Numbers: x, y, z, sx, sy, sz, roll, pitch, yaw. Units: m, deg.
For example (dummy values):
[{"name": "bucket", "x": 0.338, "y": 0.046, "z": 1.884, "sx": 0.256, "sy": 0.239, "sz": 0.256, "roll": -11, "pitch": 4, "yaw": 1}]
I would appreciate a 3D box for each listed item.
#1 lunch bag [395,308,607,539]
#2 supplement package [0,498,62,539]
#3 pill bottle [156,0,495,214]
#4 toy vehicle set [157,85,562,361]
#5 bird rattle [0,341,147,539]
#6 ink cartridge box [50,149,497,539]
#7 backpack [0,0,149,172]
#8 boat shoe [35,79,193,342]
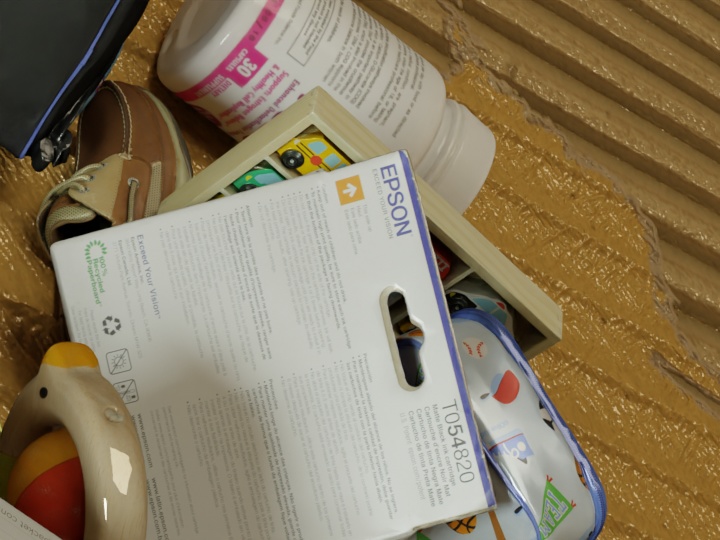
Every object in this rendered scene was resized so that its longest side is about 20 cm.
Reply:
[{"name": "lunch bag", "x": 0.037, "y": 0.126, "z": 1.510, "sx": 0.075, "sy": 0.200, "sz": 0.161, "roll": -25, "pitch": 77, "yaw": -42}, {"name": "supplement package", "x": -0.224, "y": 0.161, "z": 1.192, "sx": 0.200, "sy": 0.156, "sz": 0.111, "roll": 37, "pitch": 36, "yaw": -22}, {"name": "pill bottle", "x": -0.018, "y": -0.107, "z": 1.732, "sx": 0.200, "sy": 0.113, "sz": 0.114, "roll": 36, "pitch": 36, "yaw": -22}, {"name": "toy vehicle set", "x": 0.000, "y": 0.000, "z": 1.528, "sx": 0.200, "sy": 0.124, "sz": 0.027, "roll": 41, "pitch": 32, "yaw": -23}, {"name": "bird rattle", "x": -0.149, "y": 0.129, "z": 1.324, "sx": 0.112, "sy": 0.164, "sz": 0.201, "roll": 7, "pitch": 41, "yaw": -24}, {"name": "ink cartridge box", "x": -0.045, "y": 0.057, "z": 1.447, "sx": 0.041, "sy": 0.198, "sz": 0.201, "roll": 50, "pitch": 26, "yaw": -78}, {"name": "backpack", "x": -0.175, "y": -0.181, "z": 1.562, "sx": 0.134, "sy": 0.183, "sz": 0.200, "roll": 30, "pitch": 22, "yaw": -10}, {"name": "boat shoe", "x": -0.139, "y": -0.026, "z": 1.548, "sx": 0.074, "sy": 0.076, "sz": 0.201, "roll": 19, "pitch": 44, "yaw": -35}]
